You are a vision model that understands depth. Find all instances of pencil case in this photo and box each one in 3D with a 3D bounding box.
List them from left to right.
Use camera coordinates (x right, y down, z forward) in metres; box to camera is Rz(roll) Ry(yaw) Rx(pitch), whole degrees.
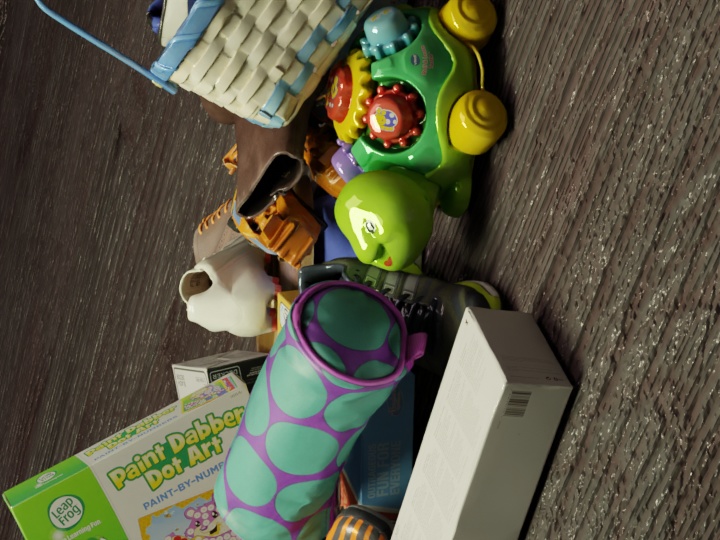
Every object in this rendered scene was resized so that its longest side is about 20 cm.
[{"bbox_3d":[-0.031,0.100,1.235,0.086,0.092,0.201,-78,8,-45],"label":"pencil case"}]

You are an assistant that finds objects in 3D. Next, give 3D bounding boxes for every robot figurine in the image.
[{"bbox_3d":[-0.054,-0.080,1.470,0.145,0.058,0.200,-50,25,4],"label":"robot figurine"}]

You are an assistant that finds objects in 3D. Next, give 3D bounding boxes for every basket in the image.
[{"bbox_3d":[-0.102,-0.199,1.270,0.177,0.199,0.139,-52,14,-1],"label":"basket"}]

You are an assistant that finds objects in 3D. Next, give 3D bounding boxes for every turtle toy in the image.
[{"bbox_3d":[0.028,-0.094,1.266,0.146,0.100,0.202,131,140,-59],"label":"turtle toy"}]

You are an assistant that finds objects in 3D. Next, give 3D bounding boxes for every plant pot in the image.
[{"bbox_3d":[-0.066,0.019,1.567,0.200,0.027,0.203,-175,90,-82],"label":"plant pot"}]

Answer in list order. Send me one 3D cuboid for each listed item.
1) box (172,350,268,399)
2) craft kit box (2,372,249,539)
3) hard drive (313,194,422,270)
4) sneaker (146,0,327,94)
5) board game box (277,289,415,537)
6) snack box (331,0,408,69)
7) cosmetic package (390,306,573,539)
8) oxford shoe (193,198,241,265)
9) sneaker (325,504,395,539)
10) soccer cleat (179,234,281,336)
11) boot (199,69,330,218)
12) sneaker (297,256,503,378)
[{"bbox_3d":[-0.096,0.171,1.538,0.116,0.060,0.202,174,85,-70],"label":"box"},{"bbox_3d":[-0.141,0.211,1.417,0.199,0.199,0.048,66,167,-15],"label":"craft kit box"},{"bbox_3d":[0.000,0.000,1.436,0.200,0.025,0.134,167,107,-70],"label":"hard drive"},{"bbox_3d":[-0.112,-0.214,1.545,0.115,0.200,0.081,-31,34,13],"label":"sneaker"},{"bbox_3d":[-0.014,0.116,1.374,0.200,0.040,0.155,-140,48,-64],"label":"board game box"},{"bbox_3d":[-0.007,-0.281,1.469,0.201,0.067,0.170,-109,30,-46],"label":"snack box"},{"bbox_3d":[0.071,0.130,1.160,0.083,0.050,0.202,-117,37,-54],"label":"cosmetic package"},{"bbox_3d":[-0.114,-0.036,1.670,0.071,0.072,0.202,-51,-20,-60],"label":"oxford shoe"},{"bbox_3d":[-0.019,0.263,1.262,0.077,0.112,0.202,20,123,29],"label":"sneaker"},{"bbox_3d":[-0.111,0.009,1.524,0.200,0.077,0.070,-126,42,-77],"label":"soccer cleat"},{"bbox_3d":[-0.085,-0.115,1.422,0.200,0.072,0.168,-39,37,54],"label":"boot"},{"bbox_3d":[0.025,0.033,1.250,0.199,0.080,0.075,16,101,58],"label":"sneaker"}]
